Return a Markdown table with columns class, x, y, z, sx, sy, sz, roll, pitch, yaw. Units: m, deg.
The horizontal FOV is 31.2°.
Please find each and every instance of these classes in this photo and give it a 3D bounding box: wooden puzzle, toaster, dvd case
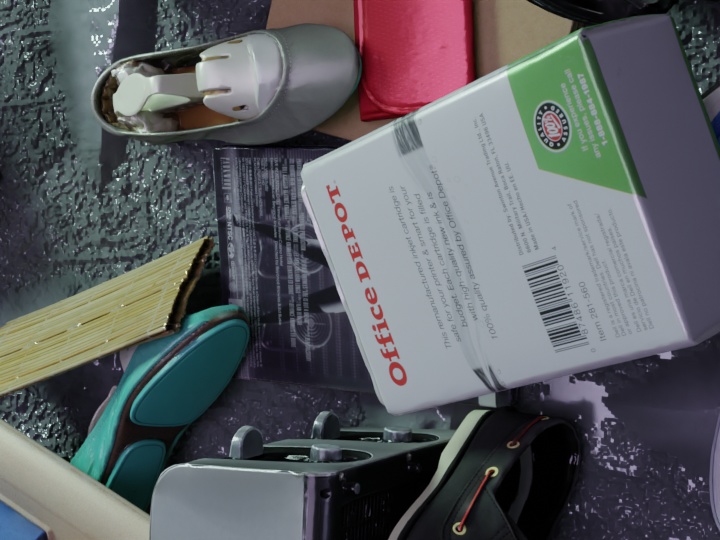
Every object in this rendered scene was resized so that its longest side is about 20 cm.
| class | x | y | z | sx | sy | sz | roll | pitch | yaw |
| --- | --- | --- | --- | --- | --- | --- | --- | --- | --- |
| wooden puzzle | -0.197 | 0.215 | 0.845 | 0.184 | 0.046 | 0.202 | 26 | 129 | 25 |
| toaster | -0.020 | 0.185 | 0.718 | 0.118 | 0.180 | 0.203 | 4 | 93 | 30 |
| dvd case | 0.000 | 0.000 | 0.778 | 0.198 | 0.016 | 0.151 | 4 | 102 | 29 |

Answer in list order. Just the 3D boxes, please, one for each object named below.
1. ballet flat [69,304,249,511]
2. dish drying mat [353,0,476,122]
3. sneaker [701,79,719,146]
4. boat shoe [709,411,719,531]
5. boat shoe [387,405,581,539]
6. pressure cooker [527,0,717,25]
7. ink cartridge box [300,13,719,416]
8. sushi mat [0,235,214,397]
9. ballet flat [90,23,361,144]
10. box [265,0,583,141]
| class | x | y | z | sx | sy | sz | roll | pitch | yaw |
| --- | --- | --- | --- | --- | --- | --- | --- | --- | --- |
| ballet flat | -0.142 | 0.086 | 0.834 | 0.070 | 0.067 | 0.201 | 49 | 118 | 36 |
| dish drying mat | 0.027 | -0.190 | 0.741 | 0.076 | 0.018 | 0.203 | -3 | 90 | 27 |
| sneaker | 0.201 | -0.052 | 0.657 | 0.200 | 0.078 | 0.090 | -41 | 81 | 31 |
| boat shoe | 0.223 | 0.054 | 0.646 | 0.073 | 0.067 | 0.202 | 22 | 102 | 25 |
| boat shoe | 0.061 | 0.147 | 0.669 | 0.063 | 0.202 | 0.074 | -4 | 124 | 33 |
| pressure cooker | 0.123 | -0.224 | 0.610 | 0.176 | 0.178 | 0.201 | 41 | 97 | 16 |
| ink cartridge box | 0.079 | -0.021 | 0.647 | 0.199 | 0.084 | 0.148 | -19 | 91 | 46 |
| sushi mat | -0.184 | 0.038 | 0.845 | 0.199 | 0.096 | 0.012 | -21 | 122 | 30 |
| ballet flat | -0.090 | -0.109 | 0.784 | 0.199 | 0.063 | 0.068 | -4 | 86 | 40 |
| box | 0.034 | -0.150 | 0.762 | 0.198 | 0.021 | 0.165 | 18 | 100 | 26 |
